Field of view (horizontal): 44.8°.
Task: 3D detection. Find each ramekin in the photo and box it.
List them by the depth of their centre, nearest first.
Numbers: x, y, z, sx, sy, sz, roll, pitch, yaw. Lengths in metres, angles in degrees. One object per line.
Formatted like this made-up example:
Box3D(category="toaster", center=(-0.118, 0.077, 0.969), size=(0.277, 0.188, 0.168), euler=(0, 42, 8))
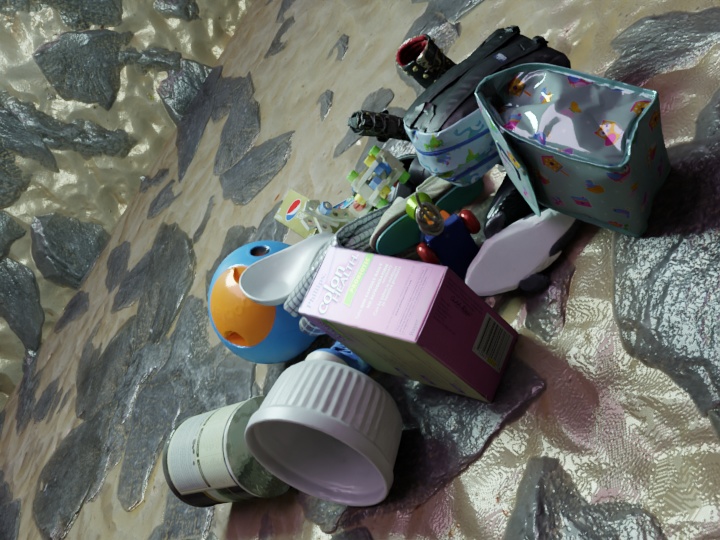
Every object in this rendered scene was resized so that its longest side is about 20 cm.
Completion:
Box3D(category="ramekin", center=(-0.039, 0.204, 1.121), size=(0.199, 0.200, 0.106), euler=(-23, 33, 47))

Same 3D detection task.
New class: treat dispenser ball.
Box3D(category="treat dispenser ball", center=(-0.153, 0.052, 1.448), size=(0.200, 0.200, 0.203), euler=(-39, 33, 31))

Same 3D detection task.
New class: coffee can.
Box3D(category="coffee can", center=(-0.195, 0.281, 1.343), size=(0.199, 0.146, 0.148), euler=(-23, 43, 48))

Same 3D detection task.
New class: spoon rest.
Box3D(category="spoon rest", center=(-0.096, -0.007, 1.337), size=(0.199, 0.061, 0.099), euler=(-28, 44, -33))

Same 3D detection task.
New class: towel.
Box3D(category="towel", center=(0.000, 0.000, 1.281), size=(0.199, 0.086, 0.166), euler=(-28, -19, -50))

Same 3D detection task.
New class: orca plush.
Box3D(category="orca plush", center=(0.211, -0.045, 1.094), size=(0.201, 0.105, 0.071), euler=(-56, -4, 10))

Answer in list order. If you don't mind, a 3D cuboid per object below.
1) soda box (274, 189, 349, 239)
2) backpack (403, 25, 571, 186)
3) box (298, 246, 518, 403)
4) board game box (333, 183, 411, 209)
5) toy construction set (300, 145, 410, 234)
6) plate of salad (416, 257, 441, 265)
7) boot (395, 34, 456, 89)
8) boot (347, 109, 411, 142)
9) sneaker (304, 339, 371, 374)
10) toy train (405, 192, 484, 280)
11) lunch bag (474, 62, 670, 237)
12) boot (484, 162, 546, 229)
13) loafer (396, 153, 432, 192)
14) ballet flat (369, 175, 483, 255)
Box3D(category="soda box", center=(-0.083, -0.084, 1.541), size=(0.065, 0.067, 0.200), euler=(-58, 27, 0))
Box3D(category="backpack", center=(0.153, -0.207, 1.131), size=(0.198, 0.155, 0.163), euler=(-28, 37, -17))
Box3D(category="box", center=(0.059, 0.064, 1.069), size=(0.198, 0.176, 0.098), euler=(10, 69, 45))
Box3D(category="board game box", center=(0.005, -0.082, 1.503), size=(0.199, 0.034, 0.128), euler=(-23, 45, 49))
Box3D(category="toy construction set", center=(0.000, -0.116, 1.355), size=(0.199, 0.092, 0.131), euler=(-30, 15, 43))
Box3D(category="plate of salad", center=(0.091, 0.039, 1.226), size=(0.199, 0.048, 0.202), euler=(-39, 33, 31))
Box3D(category="boot", center=(0.146, -0.298, 1.366), size=(0.074, 0.150, 0.200), euler=(-54, 28, 4))
Box3D(category="boot", center=(0.075, -0.217, 1.363), size=(0.200, 0.171, 0.070), euler=(-160, 77, -70))
Box3D(category="sneaker", center=(-0.019, 0.108, 1.215), size=(0.076, 0.200, 0.113), euler=(17, 75, 16))
Box3D(category="toy train", center=(0.093, -0.064, 1.119), size=(0.084, 0.200, 0.116), euler=(-37, 42, 2))
Box3D(category="lunch bag", center=(0.228, -0.136, 0.974), size=(0.198, 0.170, 0.123), euler=(20, 77, 29))
Box3D(category="boot", center=(0.207, -0.136, 1.179), size=(0.201, 0.076, 0.168), euler=(-50, 31, 0))
Box3D(category="loafer", center=(0.107, -0.145, 1.351), size=(0.200, 0.069, 0.069), euler=(28, 105, 63))
Box3D(category="ballet flat", center=(0.084, -0.087, 1.221), size=(0.198, 0.068, 0.062), euler=(-31, 45, -18))
